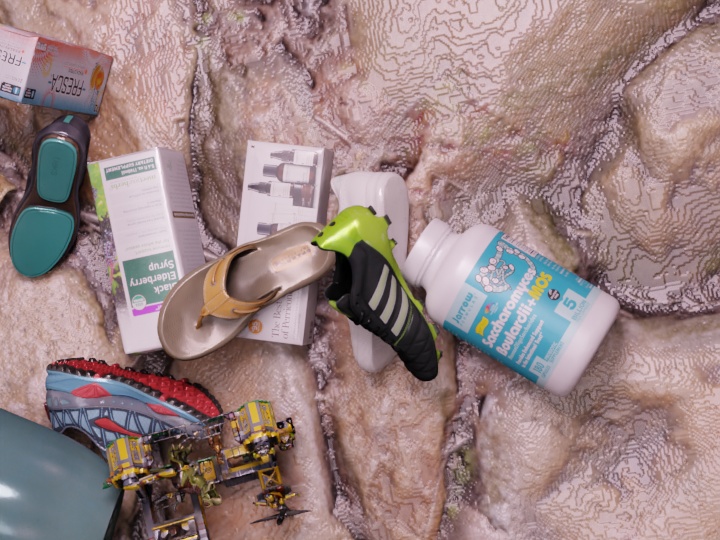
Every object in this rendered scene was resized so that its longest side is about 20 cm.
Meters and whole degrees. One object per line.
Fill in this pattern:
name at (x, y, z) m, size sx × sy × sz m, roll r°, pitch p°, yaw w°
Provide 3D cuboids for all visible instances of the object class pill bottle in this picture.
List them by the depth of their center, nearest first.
pill bottle at (0.140, 0.029, 1.456) m, size 0.200 × 0.111 × 0.111 m, roll 30°, pitch 96°, yaw 9°

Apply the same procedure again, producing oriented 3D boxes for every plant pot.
plant pot at (-0.330, 0.251, 1.516) m, size 0.161 × 0.201 × 0.201 m, roll 16°, pitch 94°, yaw -2°

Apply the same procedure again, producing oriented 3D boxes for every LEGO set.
LEGO set at (-0.148, 0.221, 1.483) m, size 0.200 × 0.154 × 0.116 m, roll -12°, pitch 60°, yaw -10°

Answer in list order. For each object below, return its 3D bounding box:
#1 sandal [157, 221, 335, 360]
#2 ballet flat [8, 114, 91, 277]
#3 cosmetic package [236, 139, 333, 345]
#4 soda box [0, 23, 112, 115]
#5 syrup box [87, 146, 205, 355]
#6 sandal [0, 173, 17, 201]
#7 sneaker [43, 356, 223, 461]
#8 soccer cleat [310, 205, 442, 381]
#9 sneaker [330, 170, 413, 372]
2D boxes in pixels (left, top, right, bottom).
sandal at (-0.113, 0.014, 1.472) m, size 0.200 × 0.054 × 0.080 m, roll -30°, pitch 88°, yaw -1°
ballet flat at (-0.316, -0.081, 1.559) m, size 0.073 × 0.073 × 0.200 m, roll 31°, pitch 130°, yaw 9°
cosmetic package at (-0.082, -0.028, 1.530) m, size 0.083 × 0.051 × 0.200 m, roll 6°, pitch 92°, yaw 12°
soda box at (-0.316, -0.199, 1.498) m, size 0.064 × 0.200 × 0.068 m, roll 17°, pitch 95°, yaw 11°
syrup box at (-0.210, -0.019, 1.540) m, size 0.079 × 0.081 × 0.200 m, roll -12°, pitch 87°, yaw 12°
sandal at (-0.396, -0.070, 1.596) m, size 0.070 × 0.078 × 0.212 m, roll -13°, pitch 96°, yaw -20°
sneaker at (-0.233, 0.153, 1.560) m, size 0.200 × 0.079 × 0.096 m, roll 13°, pitch 103°, yaw 19°
soccer cleat at (0.014, 0.031, 1.430) m, size 0.081 × 0.068 × 0.200 m, roll -33°, pitch 117°, yaw -16°
sneaker at (0.000, 0.000, 1.514) m, size 0.088 × 0.075 × 0.200 m, roll 5°, pitch 95°, yaw 31°
